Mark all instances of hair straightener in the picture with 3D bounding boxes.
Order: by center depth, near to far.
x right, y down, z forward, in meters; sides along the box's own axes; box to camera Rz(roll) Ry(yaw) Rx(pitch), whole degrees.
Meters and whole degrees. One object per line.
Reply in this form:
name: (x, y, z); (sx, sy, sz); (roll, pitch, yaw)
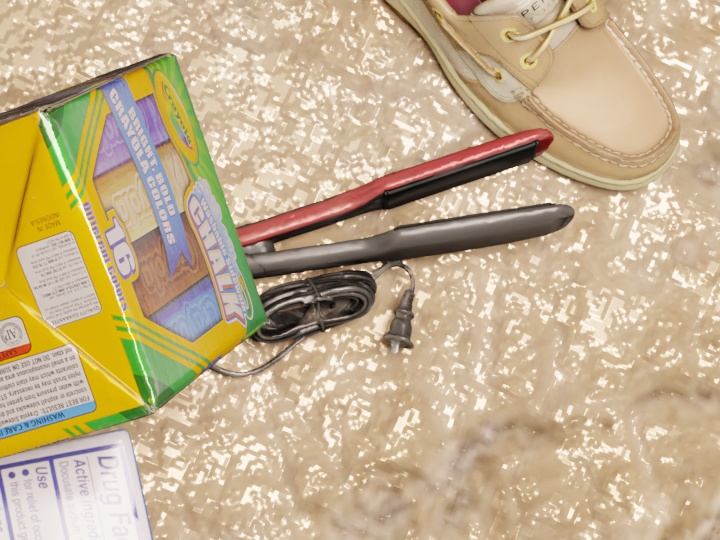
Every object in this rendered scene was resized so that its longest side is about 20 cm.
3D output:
hair straightener: (0.000, 0.000, 1.241); (0.200, 0.041, 0.077); (-16, 78, -10)

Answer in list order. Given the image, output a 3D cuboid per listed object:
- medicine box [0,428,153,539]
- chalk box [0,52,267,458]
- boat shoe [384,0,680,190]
medicine box: (-0.171, 0.177, 1.138); (0.199, 0.103, 0.183); (-10, 78, -12)
chalk box: (-0.124, -0.006, 1.151); (0.124, 0.200, 0.124); (-18, 96, 18)
boat shoe: (0.066, -0.116, 1.271); (0.200, 0.066, 0.074); (41, 73, 2)
